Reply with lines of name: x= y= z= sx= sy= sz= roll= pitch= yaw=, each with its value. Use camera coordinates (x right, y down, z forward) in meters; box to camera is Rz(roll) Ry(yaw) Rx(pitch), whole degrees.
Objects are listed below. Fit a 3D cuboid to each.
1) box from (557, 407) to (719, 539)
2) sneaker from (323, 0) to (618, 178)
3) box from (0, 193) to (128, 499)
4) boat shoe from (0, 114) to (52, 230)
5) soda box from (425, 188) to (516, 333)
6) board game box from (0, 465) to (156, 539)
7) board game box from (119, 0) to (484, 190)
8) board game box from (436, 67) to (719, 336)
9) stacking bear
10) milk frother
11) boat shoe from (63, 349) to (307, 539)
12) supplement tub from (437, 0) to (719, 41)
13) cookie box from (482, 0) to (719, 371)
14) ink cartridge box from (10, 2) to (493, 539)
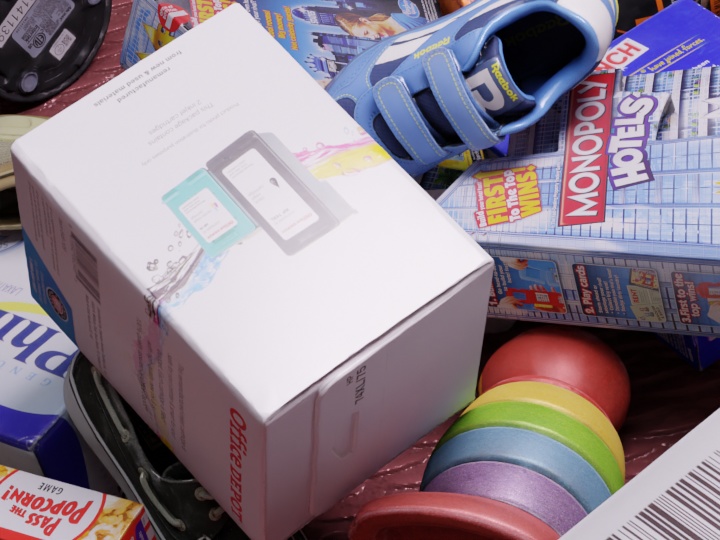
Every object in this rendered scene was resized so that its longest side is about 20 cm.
box: x=0.201 y=0.187 z=1.251 sx=0.199 sy=0.131 sz=0.200 roll=-37 pitch=47 yaw=-21
sneaker: x=0.050 y=-0.098 z=1.425 sx=0.200 sy=0.074 sz=0.082 roll=-34 pitch=19 yaw=10
box: x=-0.183 y=0.045 z=1.539 sx=0.184 sy=0.105 sz=0.200 roll=17 pitch=52 yaw=31
boat shoe: x=-0.140 y=-0.048 z=1.497 sx=0.200 sy=0.073 sz=0.063 roll=5 pitch=52 yaw=24
soda box: x=0.000 y=0.000 z=1.490 sx=0.200 sy=0.064 sz=0.068 roll=-4 pitch=63 yaw=-25
board game box: x=-0.185 y=0.163 z=1.383 sx=0.200 sy=0.152 sz=0.046 roll=12 pitch=49 yaw=29
board game box: x=-0.040 y=-0.105 z=1.589 sx=0.200 sy=0.062 sz=0.200 roll=8 pitch=34 yaw=-14
board game box: x=0.130 y=-0.042 z=1.439 sx=0.200 sy=0.062 sz=0.200 roll=-5 pitch=42 yaw=12
stacking bear: x=0.088 y=0.105 z=1.393 sx=0.114 sy=0.122 sz=0.200 roll=-7 pitch=33 yaw=26
milk frother: x=-0.304 y=-0.210 z=1.775 sx=0.188 sy=0.200 sz=0.180 roll=29 pitch=63 yaw=38
boat shoe: x=-0.085 y=0.114 z=1.399 sx=0.071 sy=0.064 sz=0.200 roll=-37 pitch=83 yaw=-28
supplement tub: x=0.153 y=-0.188 z=1.665 sx=0.200 sy=0.123 sz=0.123 roll=-22 pitch=43 yaw=-5
cookie box: x=0.195 y=-0.056 z=1.548 sx=0.171 sy=0.075 sz=0.200 roll=-32 pitch=45 yaw=-17
ink cartridge box: x=-0.055 y=0.005 z=1.323 sx=0.146 sy=0.147 sz=0.200 roll=-35 pitch=66 yaw=-21
